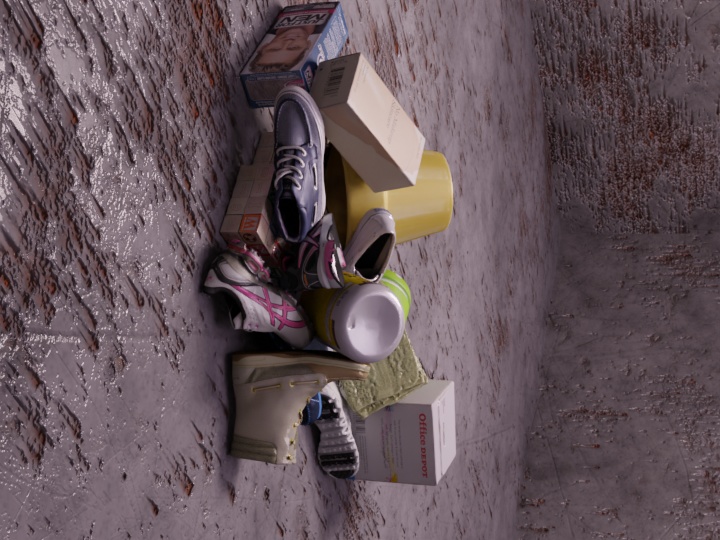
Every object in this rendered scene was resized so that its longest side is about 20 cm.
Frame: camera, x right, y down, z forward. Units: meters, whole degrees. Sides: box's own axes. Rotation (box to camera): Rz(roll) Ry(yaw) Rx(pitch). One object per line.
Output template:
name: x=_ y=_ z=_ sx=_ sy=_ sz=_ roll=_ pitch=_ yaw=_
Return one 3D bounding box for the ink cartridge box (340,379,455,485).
ink cartridge box: x=0.060 y=0.281 z=1.774 sx=0.144 sy=0.196 sz=0.151 roll=-31 pitch=120 yaw=-66

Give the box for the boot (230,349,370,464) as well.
boot: x=-0.085 y=0.192 z=1.401 sx=0.072 sy=0.195 sz=0.159 roll=-175 pitch=-93 yaw=-80

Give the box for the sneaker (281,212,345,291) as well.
sneaker: x=-0.071 y=-0.025 z=1.416 sx=0.200 sy=0.084 sz=0.082 roll=-88 pitch=165 yaw=-76

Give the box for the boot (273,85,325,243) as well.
boot: x=-0.088 y=-0.143 z=1.364 sx=0.091 sy=0.071 sz=0.204 roll=-63 pitch=148 yaw=-59

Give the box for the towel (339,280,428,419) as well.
towel: x=0.016 y=0.133 z=1.683 sx=0.203 sy=0.146 sz=0.036 roll=66 pitch=-13 yaw=1

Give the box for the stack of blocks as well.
stack of blocks: x=-0.130 y=-0.105 z=1.439 sx=0.116 sy=0.057 sz=0.203 roll=63 pitch=34 yaw=-52

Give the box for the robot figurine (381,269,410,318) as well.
robot figurine: x=0.026 y=0.082 z=1.795 sx=0.177 sy=0.113 sz=0.202 roll=62 pitch=33 yaw=-37

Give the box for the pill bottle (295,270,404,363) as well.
pill bottle: x=-0.024 y=0.060 z=1.438 sx=0.107 sy=0.199 sz=0.112 roll=-5 pitch=101 yaw=-26

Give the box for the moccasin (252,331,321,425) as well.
moccasin: x=-0.121 y=0.144 z=1.470 sx=0.068 sy=0.079 sz=0.203 roll=-37 pitch=109 yaw=-48

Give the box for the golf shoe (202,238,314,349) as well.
golf shoe: x=-0.141 y=0.051 z=1.370 sx=0.093 sy=0.072 sz=0.201 roll=-52 pitch=125 yaw=-17

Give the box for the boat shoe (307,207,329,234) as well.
boat shoe: x=-0.071 y=-0.027 z=1.604 sx=0.065 sy=0.072 sz=0.204 roll=-65 pitch=158 yaw=-58

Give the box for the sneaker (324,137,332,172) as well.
sneaker: x=-0.074 y=-0.202 z=1.570 sx=0.071 sy=0.074 sz=0.204 roll=-57 pitch=142 yaw=-56

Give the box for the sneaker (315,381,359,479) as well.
sneaker: x=-0.040 y=0.266 z=1.691 sx=0.082 sy=0.073 sz=0.203 roll=-74 pitch=157 yaw=-57

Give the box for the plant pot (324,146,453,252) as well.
plant pot: x=0.046 y=-0.124 z=1.635 sx=0.201 sy=0.185 sz=0.206 roll=175 pitch=-90 yaw=-78

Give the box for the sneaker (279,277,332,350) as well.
sneaker: x=-0.075 y=0.070 z=1.577 sx=0.071 sy=0.072 sz=0.204 roll=-47 pitch=134 yaw=-57

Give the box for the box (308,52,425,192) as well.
box: x=0.010 y=-0.210 z=1.448 sx=0.200 sy=0.076 sz=0.097 roll=44 pitch=50 yaw=-45

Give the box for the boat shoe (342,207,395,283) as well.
boat shoe: x=0.000 y=0.000 z=1.544 sx=0.066 sy=0.072 sz=0.203 roll=-108 pitch=-148 yaw=-51

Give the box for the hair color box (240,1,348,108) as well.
hair color box: x=-0.094 y=-0.322 z=1.476 sx=0.202 sy=0.098 sz=0.061 roll=-69 pitch=151 yaw=-44
